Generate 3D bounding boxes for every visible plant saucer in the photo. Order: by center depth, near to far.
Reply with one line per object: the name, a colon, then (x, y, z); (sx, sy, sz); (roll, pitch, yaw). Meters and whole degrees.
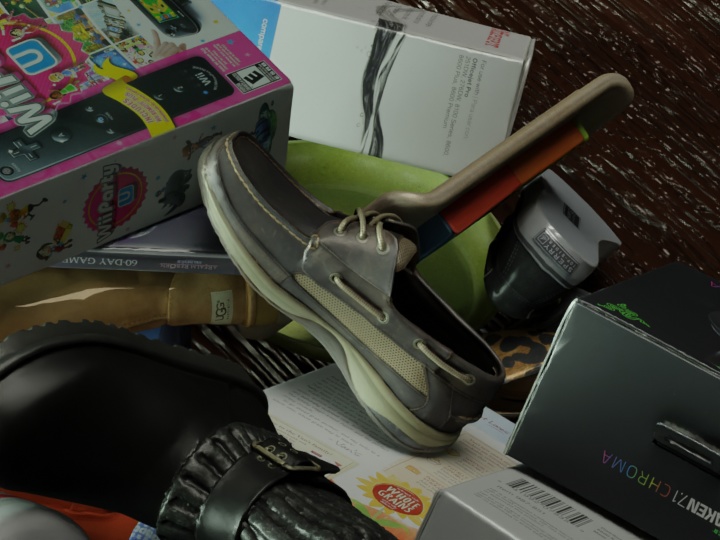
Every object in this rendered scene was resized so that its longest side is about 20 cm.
plant saucer: (-0.009, -0.006, 1.607); (0.199, 0.031, 0.201); (7, 39, -6)

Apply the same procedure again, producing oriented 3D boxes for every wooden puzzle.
wooden puzzle: (0.044, -0.029, 1.501); (0.200, 0.185, 0.037); (-29, 85, -41)

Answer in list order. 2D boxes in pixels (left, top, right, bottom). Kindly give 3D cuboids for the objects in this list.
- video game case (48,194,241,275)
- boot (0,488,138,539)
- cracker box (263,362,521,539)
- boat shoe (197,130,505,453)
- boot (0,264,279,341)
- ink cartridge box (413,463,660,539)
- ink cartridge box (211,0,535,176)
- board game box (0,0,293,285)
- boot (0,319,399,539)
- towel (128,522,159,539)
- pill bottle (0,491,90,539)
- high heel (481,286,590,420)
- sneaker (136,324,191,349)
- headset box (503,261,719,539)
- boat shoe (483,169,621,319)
video game case: (-0.153, -0.056, 1.433); (0.199, 0.019, 0.143); (3, 44, -7)
boot: (-0.149, 0.098, 1.389); (0.199, 0.108, 0.075); (1, 38, -16)
cracker box: (0.007, 0.111, 1.403); (0.134, 0.058, 0.200); (30, 24, 23)
boat shoe: (0.000, 0.000, 1.378); (0.200, 0.073, 0.075); (48, 24, -11)
boot: (-0.158, -0.021, 1.450); (0.199, 0.066, 0.175); (-7, 35, -16)
ink cartridge box: (0.122, 0.165, 1.336); (0.145, 0.084, 0.200); (31, 18, 22)
ink cartridge box: (0.003, -0.123, 1.669); (0.199, 0.085, 0.145); (14, 12, 3)
board game box: (-0.157, -0.085, 1.404); (0.199, 0.065, 0.148); (-25, 53, -29)
boot: (-0.078, 0.102, 1.209); (0.210, 0.080, 0.158); (6, 34, -47)
towel: (-0.092, 0.213, 1.254); (0.144, 0.024, 0.200); (22, 65, 25)
pill bottle: (-0.225, 0.146, 1.273); (0.199, 0.113, 0.112); (13, 33, 39)
high heel: (0.159, 0.068, 1.521); (0.199, 0.072, 0.142); (13, 30, 28)
sneaker: (-0.137, 0.014, 1.523); (0.082, 0.074, 0.200); (-1, 33, -12)
headset box: (0.188, 0.082, 1.373); (0.174, 0.093, 0.200); (29, 16, 18)
boat shoe: (0.107, -0.015, 1.576); (0.069, 0.057, 0.200); (46, 13, 2)
